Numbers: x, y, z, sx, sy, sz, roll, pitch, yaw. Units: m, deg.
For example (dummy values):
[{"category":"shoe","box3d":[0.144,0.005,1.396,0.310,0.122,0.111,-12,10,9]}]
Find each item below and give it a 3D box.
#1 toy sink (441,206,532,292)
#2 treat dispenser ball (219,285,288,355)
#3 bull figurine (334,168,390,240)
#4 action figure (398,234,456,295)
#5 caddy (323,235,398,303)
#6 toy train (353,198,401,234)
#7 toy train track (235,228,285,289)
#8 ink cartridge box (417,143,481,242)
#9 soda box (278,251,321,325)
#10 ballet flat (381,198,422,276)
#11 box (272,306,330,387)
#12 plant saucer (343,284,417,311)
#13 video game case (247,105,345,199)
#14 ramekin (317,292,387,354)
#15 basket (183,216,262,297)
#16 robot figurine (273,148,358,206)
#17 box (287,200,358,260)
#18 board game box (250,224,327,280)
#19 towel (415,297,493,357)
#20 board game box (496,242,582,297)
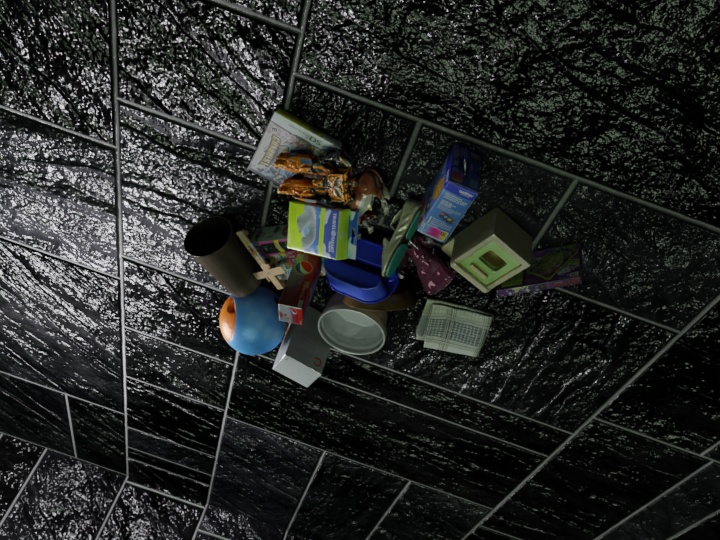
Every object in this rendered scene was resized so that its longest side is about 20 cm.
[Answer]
[{"category":"toy sink","box3d":[0.299,-0.035,1.607,0.130,0.113,0.200,37,134,-20]},{"category":"treat dispenser ball","box3d":[-0.310,0.145,1.926,0.199,0.202,0.202,9,137,9]},{"category":"bull figurine","box3d":[-0.004,-0.152,1.597,0.122,0.065,0.200,53,131,18]},{"category":"action figure","box3d":[0.164,-0.038,1.677,0.134,0.149,0.200,-33,98,27]},{"category":"caddy","box3d":[0.000,0.000,1.685,0.199,0.142,0.105,22,161,19]},{"category":"toy train","box3d":[0.017,-0.132,1.658,0.199,0.034,0.046,-24,119,35]},{"category":"toy train track","box3d":[-0.262,-0.034,1.766,0.114,0.033,0.201,-12,123,38]},{"category":"ink cartridge box","box3d":[0.205,-0.182,1.469,0.076,0.137,0.200,22,137,-10]},{"category":"soda box","box3d":[-0.151,0.038,1.673,0.063,0.201,0.070,11,138,6]},{"category":"ballet flat","box3d":[0.091,-0.081,1.600,0.062,0.201,0.067,31,-176,25]},{"category":"box","box3d":[-0.161,0.221,1.955,0.124,0.201,0.098,30,136,-13]},{"category":"plant saucer","box3d":[0.053,0.064,1.759,0.198,0.200,0.036,4,103,14]},{"category":"video game case","box3d":[-0.157,-0.272,1.578,0.180,0.026,0.200,27,136,-10]},{"category":"ramekin","box3d":[-0.015,0.141,1.895,0.198,0.105,0.201,10,137,9]},{"category":"basket","box3d":[-0.366,-0.030,1.817,0.180,0.136,0.200,25,157,44]},{"category":"robot figurine","box3d":[-0.101,-0.213,1.543,0.198,0.058,0.146,11,129,20]},{"category":"box","box3d":[-0.095,-0.098,1.613,0.199,0.047,0.123,14,105,40]},{"category":"board game box","box3d":[-0.177,-0.052,1.784,0.198,0.065,0.148,-7,132,23]},{"category":"towel","box3d":[0.262,0.167,1.883,0.198,0.035,0.193,14,137,5]},{"category":"board game box","box3d":[0.432,-0.001,1.592,0.199,0.121,0.032,-11,133,29]}]
